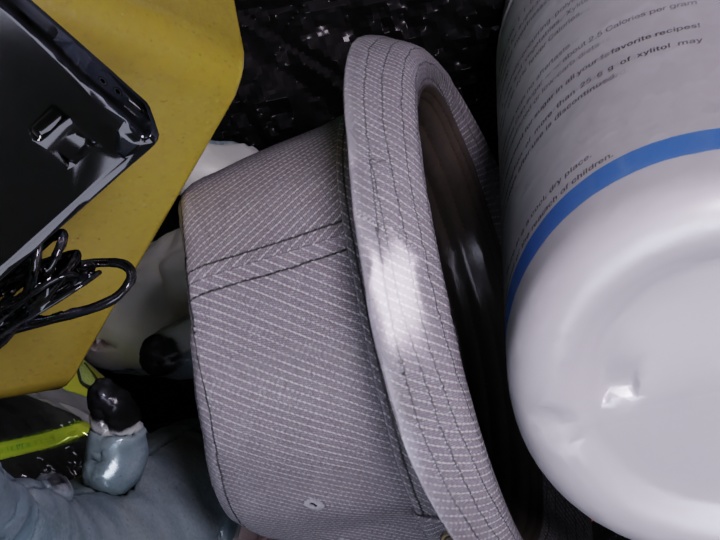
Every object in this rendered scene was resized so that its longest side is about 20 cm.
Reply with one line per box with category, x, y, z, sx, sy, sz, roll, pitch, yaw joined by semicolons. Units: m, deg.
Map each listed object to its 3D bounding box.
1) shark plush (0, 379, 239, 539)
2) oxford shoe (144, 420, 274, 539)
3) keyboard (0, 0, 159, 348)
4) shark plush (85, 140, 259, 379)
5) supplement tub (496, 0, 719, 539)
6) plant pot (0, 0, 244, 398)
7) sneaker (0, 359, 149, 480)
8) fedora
shark plush;-0.087;0.068;0.838;0.091;0.084;0.200;18;174;30
oxford shoe;0.005;0.067;1.014;0.199;0.071;0.073;-15;118;12
keyboard;-0.142;0.002;0.787;0.200;0.040;0.104;-38;115;18
shark plush;0.000;0.000;0.992;0.199;0.091;0.083;-11;149;-9
supplement tub;0.106;-0.022;0.870;0.132;0.200;0.132;0;125;1
plant pot;-0.145;-0.074;0.853;0.176;0.200;0.200;15;127;-24
sneaker;-0.137;0.036;0.982;0.075;0.076;0.200;-42;87;10
fedora;0.000;0.025;0.865;0.090;0.177;0.200;-14;162;12
